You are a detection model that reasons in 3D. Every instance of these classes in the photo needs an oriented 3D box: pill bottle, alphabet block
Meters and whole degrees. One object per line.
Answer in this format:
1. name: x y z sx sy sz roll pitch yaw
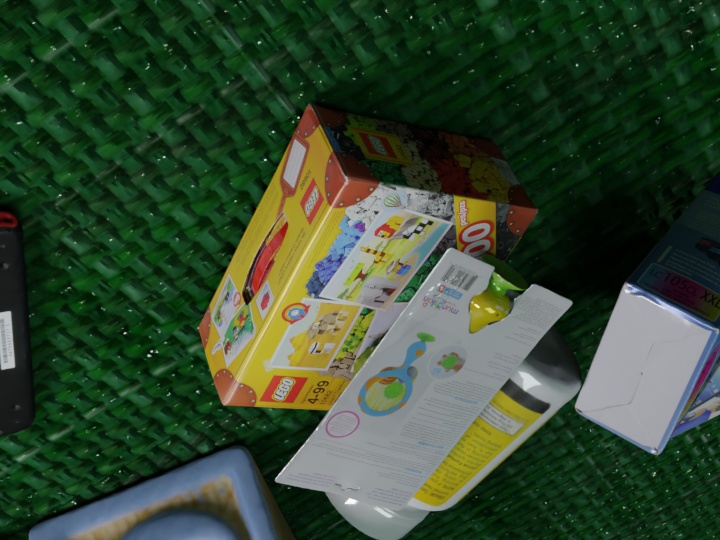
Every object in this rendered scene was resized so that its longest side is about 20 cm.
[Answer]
1. pill bottle: 0.063 0.112 0.926 0.114 0.114 0.200 22 121 -40
2. alphabet block: -0.127 0.294 0.962 0.195 0.197 0.200 -20 139 -3

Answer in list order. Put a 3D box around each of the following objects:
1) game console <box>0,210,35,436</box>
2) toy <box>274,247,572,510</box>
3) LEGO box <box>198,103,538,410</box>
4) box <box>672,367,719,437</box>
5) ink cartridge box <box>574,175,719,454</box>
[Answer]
1. game console: -0.298 0.049 0.757 0.176 0.031 0.200 -11 138 -22
2. toy: 0.036 0.069 0.801 0.115 0.047 0.200 21 118 -36
3. LEGO box: 0.000 0.000 0.807 0.148 0.077 0.200 6 130 -31
4. box: 0.331 0.075 1.072 0.199 0.042 0.119 -25 139 4
5. ink cartridge box: 0.252 0.023 0.907 0.200 0.076 0.137 -43 154 -42
